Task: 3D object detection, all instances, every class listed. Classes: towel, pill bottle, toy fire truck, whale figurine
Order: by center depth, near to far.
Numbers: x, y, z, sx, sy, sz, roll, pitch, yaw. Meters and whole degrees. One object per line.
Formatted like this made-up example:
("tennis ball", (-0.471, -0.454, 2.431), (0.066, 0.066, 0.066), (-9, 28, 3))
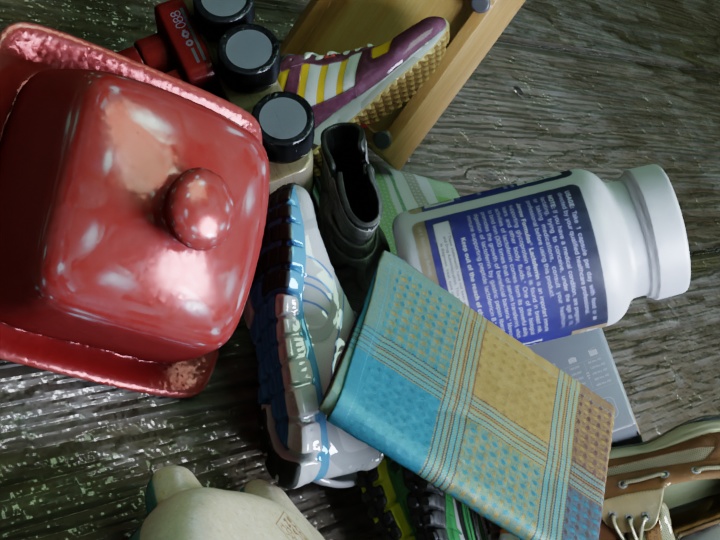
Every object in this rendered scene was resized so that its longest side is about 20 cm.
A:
("whale figurine", (-0.073, 0.184, 0.653), (0.159, 0.104, 0.200), (47, 9, 1))
("towel", (0.075, 0.089, 0.745), (0.198, 0.022, 0.148), (34, 42, -9))
("pill bottle", (0.129, -0.008, 0.848), (0.116, 0.196, 0.118), (-13, 90, -86))
("toy fire truck", (-0.147, -0.112, 0.848), (0.197, 0.129, 0.178), (-22, 67, -13))
("towel", (0.043, -0.039, 1.046), (0.198, 0.031, 0.151), (8, 51, -45))

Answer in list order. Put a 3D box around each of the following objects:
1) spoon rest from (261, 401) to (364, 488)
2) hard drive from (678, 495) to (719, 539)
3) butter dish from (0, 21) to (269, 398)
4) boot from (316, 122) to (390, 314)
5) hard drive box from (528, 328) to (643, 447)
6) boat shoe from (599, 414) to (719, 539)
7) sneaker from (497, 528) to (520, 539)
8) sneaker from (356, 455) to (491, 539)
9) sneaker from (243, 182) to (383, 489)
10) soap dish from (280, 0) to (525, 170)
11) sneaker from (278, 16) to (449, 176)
("spoon rest", (-0.043, 0.059, 0.823), (0.098, 0.061, 0.202), (7, 51, -45))
("hard drive", (0.252, 0.204, 0.947), (0.026, 0.131, 0.201), (47, 33, -11))
("butter dish", (-0.126, -0.033, 0.691), (0.198, 0.147, 0.203), (19, 79, -36))
("boot", (0.000, 0.000, 0.857), (0.066, 0.132, 0.202), (-12, 57, -9))
("hard drive box", (0.163, 0.060, 0.967), (0.156, 0.076, 0.203), (46, 25, -66))
("boat shoe", (0.209, 0.175, 0.875), (0.074, 0.197, 0.076), (-114, 178, -60))
("sneaker", (0.135, 0.244, 0.800), (0.200, 0.074, 0.093), (52, 37, -53))
("sneaker", (0.066, 0.191, 0.778), (0.084, 0.077, 0.203), (2, 68, -50))
("sneaker", (-0.026, 0.041, 0.772), (0.085, 0.075, 0.204), (3, 70, -30))
("soap dish", (0.027, -0.210, 1.026), (0.157, 0.201, 0.081), (39, 21, 2))
("sneaker", (-0.019, -0.157, 0.955), (0.090, 0.199, 0.075), (50, -2, 9))
